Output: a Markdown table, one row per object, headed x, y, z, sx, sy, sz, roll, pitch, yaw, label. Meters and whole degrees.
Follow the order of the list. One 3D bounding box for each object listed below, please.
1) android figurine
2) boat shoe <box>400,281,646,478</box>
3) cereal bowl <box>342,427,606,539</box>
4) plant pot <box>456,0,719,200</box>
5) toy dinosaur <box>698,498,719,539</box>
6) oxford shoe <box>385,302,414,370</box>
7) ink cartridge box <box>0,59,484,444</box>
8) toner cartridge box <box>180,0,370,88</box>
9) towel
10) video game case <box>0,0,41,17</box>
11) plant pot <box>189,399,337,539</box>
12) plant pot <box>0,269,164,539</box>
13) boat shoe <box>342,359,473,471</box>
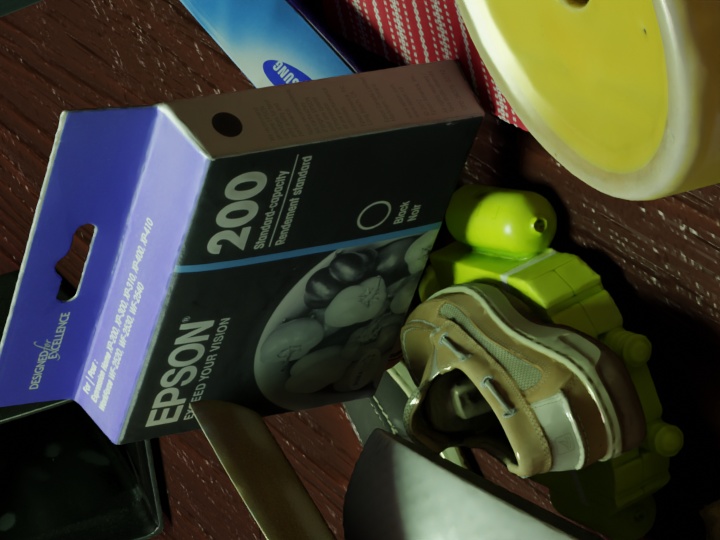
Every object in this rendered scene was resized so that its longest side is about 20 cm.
| x | y | z | sx | sy | sz | roll | pitch | yaw | label |
| --- | --- | --- | --- | --- | --- | --- | --- | --- | --- |
| 0.092 | 0.046 | 1.309 | 0.200 | 0.041 | 0.182 | 12 | 125 | 67 | android figurine |
| 0.051 | 0.052 | 1.242 | 0.072 | 0.076 | 0.200 | 68 | 163 | -12 | boat shoe |
| 0.075 | 0.151 | 1.261 | 0.200 | 0.083 | 0.200 | 28 | 178 | 1 | cereal bowl |
| 0.130 | -0.116 | 0.776 | 0.201 | 0.189 | 0.201 | 52 | 157 | 33 | plant pot |
| 0.187 | 0.130 | 1.140 | 0.101 | 0.058 | 0.200 | 66 | 161 | -1 | toy dinosaur |
| 0.000 | 0.000 | 1.420 | 0.071 | 0.074 | 0.200 | 47 | -175 | 20 | oxford shoe |
| -0.059 | -0.003 | 1.261 | 0.043 | 0.200 | 0.198 | 60 | 145 | 34 | ink cartridge box |
| -0.042 | -0.118 | 1.387 | 0.200 | 0.043 | 0.095 | 49 | -172 | 37 | toner cartridge box |
| 0.020 | -0.154 | 1.270 | 0.200 | 0.022 | 0.145 | 34 | 145 | 55 | towel |
| -0.306 | -0.212 | 1.866 | 0.200 | 0.143 | 0.019 | 44 | 151 | 46 | video game case |
| -0.016 | 0.140 | 1.262 | 0.200 | 0.027 | 0.200 | 58 | 176 | 6 | plant pot |
| -0.286 | 0.116 | 2.183 | 0.200 | 0.200 | 0.178 | 86 | 162 | -48 | plant pot |
| 0.029 | 0.129 | 1.541 | 0.201 | 0.066 | 0.072 | 59 | 161 | 15 | boat shoe |
